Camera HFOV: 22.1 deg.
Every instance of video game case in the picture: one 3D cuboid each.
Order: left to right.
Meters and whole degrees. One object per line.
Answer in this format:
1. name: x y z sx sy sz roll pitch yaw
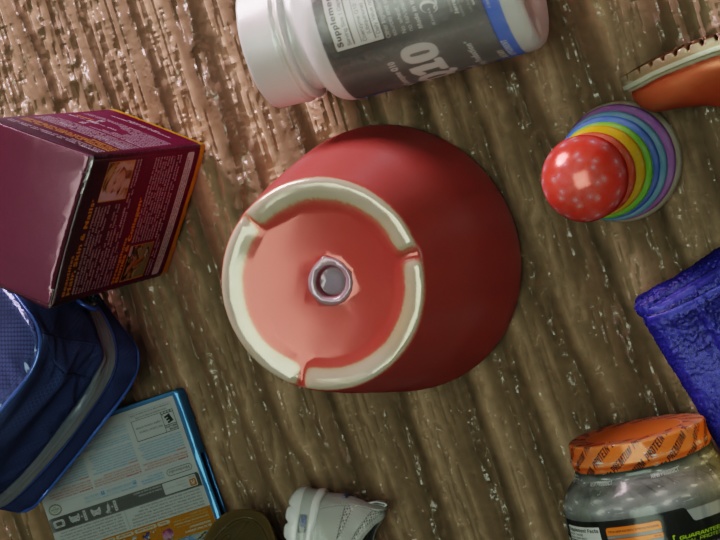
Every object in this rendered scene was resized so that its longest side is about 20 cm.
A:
1. video game case: -0.169 0.207 1.436 0.143 0.018 0.200 -19 90 17

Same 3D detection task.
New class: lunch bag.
1. lunch bag: -0.265 0.079 1.391 0.200 0.132 0.136 -49 59 15

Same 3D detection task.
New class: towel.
1. towel: 0.303 0.033 1.256 0.200 0.050 0.148 -33 85 17

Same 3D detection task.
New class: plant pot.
1. plant pot: 0.000 0.000 1.279 0.200 0.177 0.201 2 96 16

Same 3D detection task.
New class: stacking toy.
1. stacking toy: 0.158 -0.068 1.210 0.085 0.200 0.086 2 96 17

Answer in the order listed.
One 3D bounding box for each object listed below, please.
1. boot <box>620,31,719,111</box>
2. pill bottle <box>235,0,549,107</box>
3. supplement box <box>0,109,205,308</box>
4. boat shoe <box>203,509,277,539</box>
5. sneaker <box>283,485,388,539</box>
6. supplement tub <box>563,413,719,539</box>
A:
1. boot: 0.278 -0.116 1.238 0.200 0.075 0.108 -8 98 16
2. pill bottle: 0.021 -0.184 1.286 0.200 0.114 0.114 -14 92 18
3. supplement box: -0.199 -0.050 1.321 0.085 0.200 0.111 21 102 14
4. boat shoe: -0.090 0.281 1.375 0.074 0.066 0.201 1 76 8
5. sneaker: -0.012 0.261 1.363 0.082 0.075 0.201 -1 97 15
6. supplement tub: 0.210 0.206 1.265 0.122 0.123 0.201 -11 93 18
